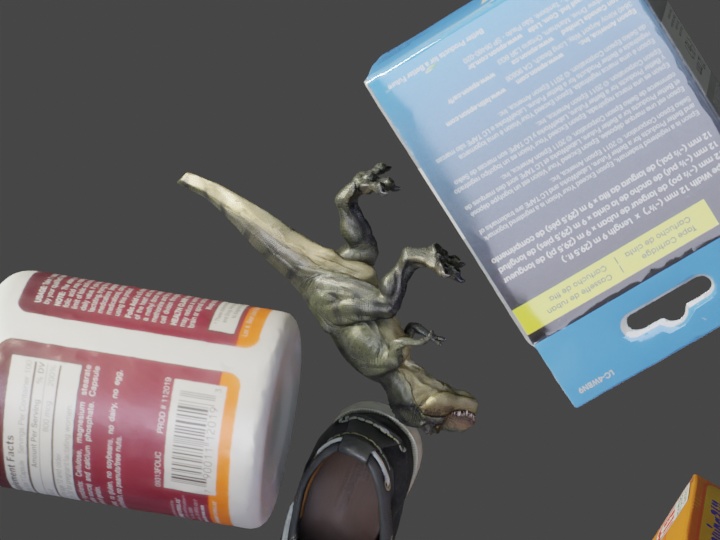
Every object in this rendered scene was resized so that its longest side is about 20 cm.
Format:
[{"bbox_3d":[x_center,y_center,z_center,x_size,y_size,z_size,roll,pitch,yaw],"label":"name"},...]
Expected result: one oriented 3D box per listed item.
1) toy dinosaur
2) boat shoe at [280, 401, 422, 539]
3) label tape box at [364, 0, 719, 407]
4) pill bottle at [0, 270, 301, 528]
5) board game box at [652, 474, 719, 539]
[{"bbox_3d":[0.000,0.000,1.549,0.200,0.047,0.088,46,113,-1],"label":"toy dinosaur"},{"bbox_3d":[-0.020,0.170,1.585,0.071,0.068,0.201,16,109,5],"label":"boat shoe"},{"bbox_3d":[0.116,-0.054,1.506,0.143,0.066,0.200,-31,101,15],"label":"label tape box"},{"bbox_3d":[-0.137,0.063,1.550,0.199,0.114,0.115,9,106,7],"label":"pill bottle"},{"bbox_3d":[0.197,0.262,1.503,0.199,0.200,0.200,31,108,1],"label":"board game box"}]
